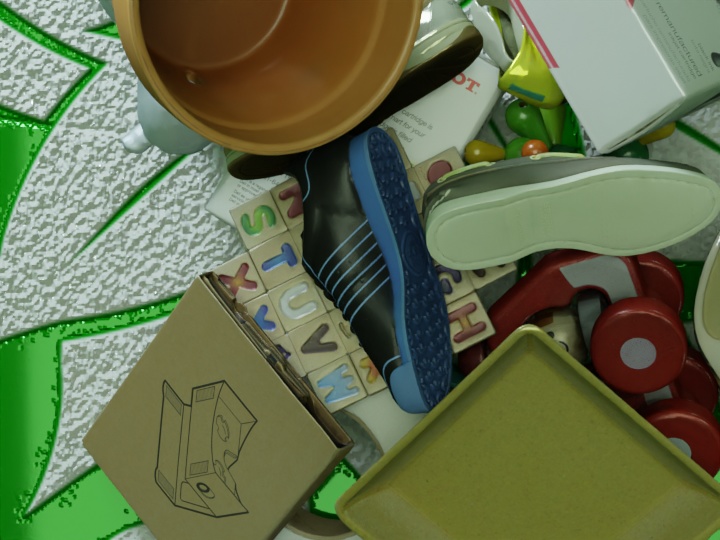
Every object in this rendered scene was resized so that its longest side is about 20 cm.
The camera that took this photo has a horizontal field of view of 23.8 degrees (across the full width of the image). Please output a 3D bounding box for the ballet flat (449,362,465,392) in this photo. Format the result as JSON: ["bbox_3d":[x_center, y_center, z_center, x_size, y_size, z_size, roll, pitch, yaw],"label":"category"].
[{"bbox_3d":[-0.011,0.060,1.281,0.200,0.068,0.067,32,109,9],"label":"ballet flat"}]

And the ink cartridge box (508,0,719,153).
[{"bbox_3d":[0.209,-0.181,1.201,0.085,0.200,0.146,-33,85,40],"label":"ink cartridge box"}]

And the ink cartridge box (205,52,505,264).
[{"bbox_3d":[0.000,-0.091,1.270,0.145,0.084,0.200,31,90,5],"label":"ink cartridge box"}]

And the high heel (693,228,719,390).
[{"bbox_3d":[0.286,0.053,1.227,0.071,0.143,0.201,-5,81,21],"label":"high heel"}]

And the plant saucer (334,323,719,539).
[{"bbox_3d":[0.118,0.151,1.169,0.200,0.048,0.200,40,111,-12],"label":"plant saucer"}]

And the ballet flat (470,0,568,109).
[{"bbox_3d":[0.108,-0.201,1.236,0.067,0.067,0.200,4,53,-19],"label":"ballet flat"}]

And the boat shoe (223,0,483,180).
[{"bbox_3d":[-0.013,-0.133,1.201,0.200,0.074,0.066,-29,72,0],"label":"boat shoe"}]

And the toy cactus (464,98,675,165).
[{"bbox_3d":[0.166,-0.060,1.253,0.200,0.102,0.165,-39,105,-22],"label":"toy cactus"}]

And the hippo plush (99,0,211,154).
[{"bbox_3d":[-0.111,-0.170,1.239,0.159,0.200,0.161,-13,94,25],"label":"hippo plush"}]

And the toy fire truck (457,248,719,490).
[{"bbox_3d":[0.162,0.082,1.224,0.168,0.112,0.200,-18,110,16],"label":"toy fire truck"}]

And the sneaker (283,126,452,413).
[{"bbox_3d":[0.005,0.005,1.176,0.078,0.070,0.201,-15,85,30],"label":"sneaker"}]

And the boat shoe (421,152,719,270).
[{"bbox_3d":[0.141,-0.048,1.159,0.201,0.060,0.072,-7,125,-1],"label":"boat shoe"}]

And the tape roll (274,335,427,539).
[{"bbox_3d":[-0.026,0.141,1.251,0.202,0.037,0.203,4,104,17],"label":"tape roll"}]

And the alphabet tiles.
[{"bbox_3d":[0.000,0.000,1.208,0.200,0.006,0.167,-27,78,4],"label":"alphabet tiles"}]

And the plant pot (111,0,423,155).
[{"bbox_3d":[-0.077,-0.185,1.114,0.200,0.140,0.201,-7,107,-25],"label":"plant pot"}]

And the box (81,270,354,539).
[{"bbox_3d":[-0.107,0.124,1.231,0.164,0.021,0.200,49,127,15],"label":"box"}]
